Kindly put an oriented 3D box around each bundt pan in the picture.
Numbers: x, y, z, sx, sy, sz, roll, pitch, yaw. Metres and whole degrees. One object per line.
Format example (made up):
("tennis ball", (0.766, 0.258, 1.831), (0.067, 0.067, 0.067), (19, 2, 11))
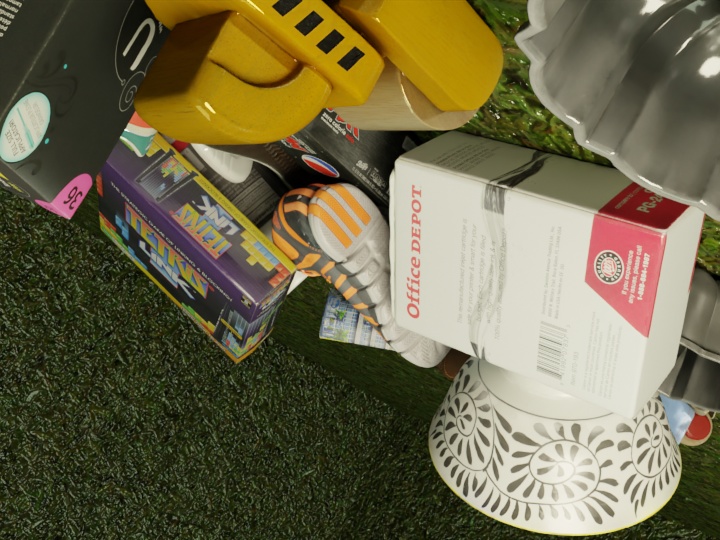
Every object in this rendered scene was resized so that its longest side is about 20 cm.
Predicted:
("bundt pan", (0.257, 0.046, 0.736), (0.202, 0.076, 0.202), (27, 169, 6))
("bundt pan", (0.165, -0.084, 0.318), (0.202, 0.076, 0.202), (26, 168, 6))

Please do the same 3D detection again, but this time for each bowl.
("bowl", (0.153, 0.100, 0.684), (0.200, 0.201, 0.094), (20, 127, 33))

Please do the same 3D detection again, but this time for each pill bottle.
("pill bottle", (-0.128, -0.063, 0.899), (0.200, 0.111, 0.111), (48, 167, -3))

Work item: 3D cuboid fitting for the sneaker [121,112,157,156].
("sneaker", (-0.248, -0.140, 0.676), (0.199, 0.094, 0.070), (13, -150, 0))

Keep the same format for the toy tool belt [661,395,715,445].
("toy tool belt", (0.304, 0.140, 0.942), (0.200, 0.125, 0.123), (26, 177, -1))

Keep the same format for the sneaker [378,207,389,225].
("sneaker", (0.078, -0.010, 0.818), (0.200, 0.082, 0.075), (30, 133, -17))

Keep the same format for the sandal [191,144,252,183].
("sandal", (-0.161, -0.157, 0.761), (0.050, 0.083, 0.203), (-9, 136, 30))

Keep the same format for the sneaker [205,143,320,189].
("sneaker", (-0.068, -0.130, 0.772), (0.200, 0.073, 0.085), (23, -144, -46))

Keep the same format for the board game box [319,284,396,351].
("board game box", (0.067, 0.043, 0.987), (0.199, 0.062, 0.200), (9, -170, 3))

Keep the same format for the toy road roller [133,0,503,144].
("toy road roller", (-0.034, -0.117, 0.487), (0.200, 0.146, 0.123), (35, 167, -34))

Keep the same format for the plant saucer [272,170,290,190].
("plant saucer", (0.012, -0.046, 0.956), (0.199, 0.048, 0.200), (18, 165, 39))

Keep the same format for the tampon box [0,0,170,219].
("tampon box", (-0.206, -0.161, 0.547), (0.126, 0.200, 0.150), (26, 169, 5))

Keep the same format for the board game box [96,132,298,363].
("board game box", (-0.158, -0.022, 0.811), (0.200, 0.057, 0.165), (43, 155, 7))

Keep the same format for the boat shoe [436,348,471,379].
("boat shoe", (0.112, 0.044, 0.783), (0.072, 0.068, 0.200), (1, 141, -17))

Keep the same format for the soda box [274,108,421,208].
("soda box", (-0.038, -0.125, 0.674), (0.071, 0.063, 0.200), (17, 164, 44))

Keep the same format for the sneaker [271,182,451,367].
("sneaker", (0.000, 0.000, 0.763), (0.112, 0.078, 0.200), (7, 139, 56))

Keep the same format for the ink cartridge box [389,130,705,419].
("ink cartridge box", (0.125, -0.005, 0.626), (0.200, 0.083, 0.146), (21, 127, 32))
